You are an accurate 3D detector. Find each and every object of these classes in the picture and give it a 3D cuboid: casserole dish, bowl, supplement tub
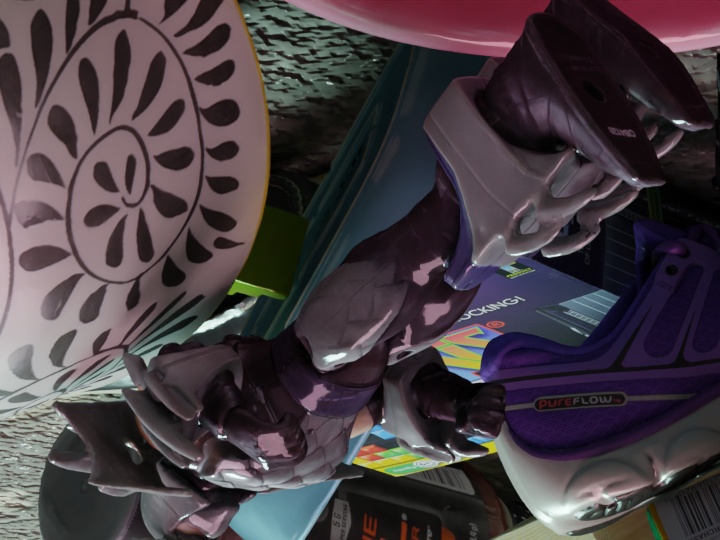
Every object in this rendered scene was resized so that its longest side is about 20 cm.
[{"bbox_3d":[0.000,0.000,0.853,0.039,0.121,0.200,26,125,-8],"label":"casserole dish"},{"bbox_3d":[-0.132,-0.027,0.711,0.201,0.094,0.201,10,125,15],"label":"bowl"},{"bbox_3d":[-0.038,0.112,1.207,0.200,0.107,0.107,17,153,-39],"label":"supplement tub"}]

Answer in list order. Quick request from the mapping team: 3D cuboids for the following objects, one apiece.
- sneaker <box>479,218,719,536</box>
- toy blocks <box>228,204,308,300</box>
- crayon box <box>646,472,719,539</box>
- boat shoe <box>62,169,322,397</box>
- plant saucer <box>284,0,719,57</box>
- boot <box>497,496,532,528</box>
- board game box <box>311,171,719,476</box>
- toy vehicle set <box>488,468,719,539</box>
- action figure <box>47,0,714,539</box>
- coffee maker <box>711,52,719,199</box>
[{"bbox_3d":[0.131,0.011,0.910,0.200,0.083,0.081,-23,170,-17],"label":"sneaker"},{"bbox_3d":[-0.128,-0.031,0.870,0.200,0.100,0.137,18,164,-14],"label":"toy blocks"},{"bbox_3d":[0.198,0.085,0.841,0.200,0.119,0.058,-24,126,5],"label":"crayon box"},{"bbox_3d":[-0.091,0.007,0.978,0.200,0.072,0.068,-13,159,36],"label":"boat shoe"},{"bbox_3d":[0.055,-0.114,0.688,0.200,0.051,0.201,1,159,0],"label":"plant saucer"},{"bbox_3d":[0.060,0.157,1.374,0.154,0.074,0.204,10,159,-31],"label":"boot"},{"bbox_3d":[0.032,0.015,1.022,0.200,0.057,0.165,-18,153,40],"label":"board game box"},{"bbox_3d":[0.149,0.058,1.010,0.200,0.027,0.124,-26,175,-17],"label":"toy vehicle set"},{"bbox_3d":[0.002,0.016,0.728,0.200,0.069,0.130,-47,162,27],"label":"action figure"},{"bbox_3d":[0.206,-0.033,0.798,0.200,0.192,0.135,-6,125,3],"label":"coffee maker"}]
